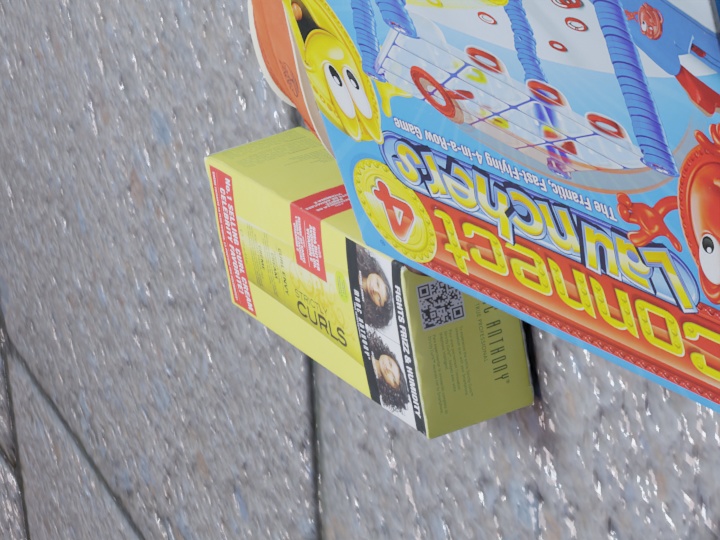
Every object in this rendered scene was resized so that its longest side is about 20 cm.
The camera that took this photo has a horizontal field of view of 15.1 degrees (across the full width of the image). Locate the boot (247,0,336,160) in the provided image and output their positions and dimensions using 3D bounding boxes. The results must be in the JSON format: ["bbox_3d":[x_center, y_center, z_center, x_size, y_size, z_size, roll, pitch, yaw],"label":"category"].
[{"bbox_3d":[-0.021,-0.138,1.021,0.107,0.075,0.201,-139,36,-63],"label":"boot"}]

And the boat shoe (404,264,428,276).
[{"bbox_3d":[0.038,-0.089,0.904,0.070,0.070,0.201,-139,39,-57],"label":"boat shoe"}]

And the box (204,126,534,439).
[{"bbox_3d":[0.000,0.000,1.098,0.200,0.050,0.075,-147,44,-61],"label":"box"}]

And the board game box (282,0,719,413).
[{"bbox_3d":[0.056,-0.068,0.765,0.200,0.056,0.196,26,144,46],"label":"board game box"}]
